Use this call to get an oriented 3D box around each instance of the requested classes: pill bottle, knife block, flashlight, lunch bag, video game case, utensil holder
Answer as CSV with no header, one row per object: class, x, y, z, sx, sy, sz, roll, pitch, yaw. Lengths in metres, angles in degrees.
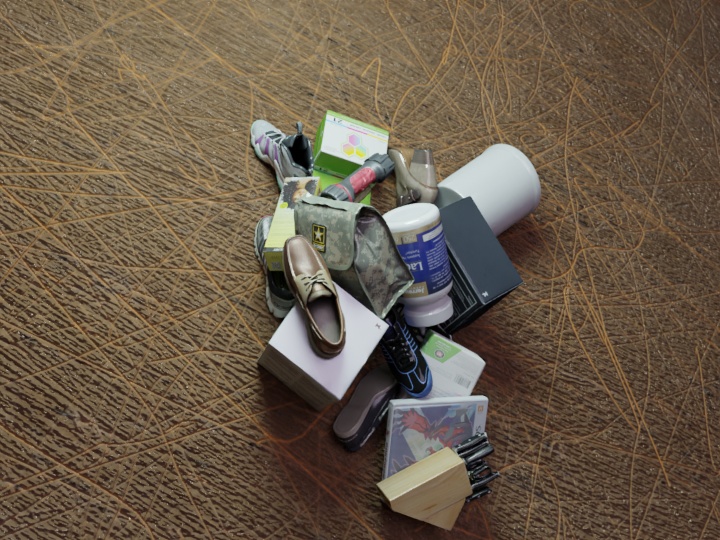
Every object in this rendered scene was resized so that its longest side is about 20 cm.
pill bottle,0.106,-0.009,1.415,0.114,0.115,0.205,-26,112,-31
knife block,0.147,0.354,1.369,0.197,0.064,0.179,26,90,-25
flashlight,-0.003,-0.164,1.489,0.068,0.068,0.199,46,49,4
lunch bag,-0.024,-0.035,1.315,0.118,0.162,0.202,-46,127,-24
video game case,0.134,0.321,1.403,0.195,0.023,0.188,1,101,-22
utensil holder,0.259,-0.149,1.658,0.198,0.170,0.171,-33,81,-29

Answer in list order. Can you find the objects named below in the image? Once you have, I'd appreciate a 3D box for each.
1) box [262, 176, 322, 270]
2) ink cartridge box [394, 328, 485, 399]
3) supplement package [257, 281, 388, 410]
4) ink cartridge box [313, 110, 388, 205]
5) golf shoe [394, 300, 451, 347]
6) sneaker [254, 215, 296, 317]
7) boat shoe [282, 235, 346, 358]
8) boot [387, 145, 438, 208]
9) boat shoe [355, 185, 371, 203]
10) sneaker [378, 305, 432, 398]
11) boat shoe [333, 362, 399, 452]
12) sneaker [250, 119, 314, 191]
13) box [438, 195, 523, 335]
box,-0.121,-0.090,1.439,0.073,0.051,0.203,-1,48,11
ink cartridge box,0.135,0.229,1.449,0.115,0.067,0.203,27,93,-8
supplement package,-0.070,0.128,1.343,0.149,0.200,0.153,37,71,-2
ink cartridge box,-0.026,-0.208,1.612,0.144,0.076,0.205,16,61,-16
golf shoe,0.097,0.093,1.513,0.198,0.095,0.078,36,58,-2
sneaker,-0.150,-0.020,1.461,0.072,0.088,0.205,-2,67,-23
boat shoe,-0.067,0.034,1.223,0.074,0.072,0.204,-21,81,-17
boot,0.096,-0.183,1.642,0.069,0.199,0.151,1,101,-26
boat shoe,-0.066,-0.132,1.538,0.198,0.073,0.064,-32,97,-20
sneaker,0.062,0.133,1.387,0.069,0.078,0.203,-32,70,8
boat shoe,0.023,0.250,1.437,0.200,0.071,0.064,-47,126,-36
sneaker,-0.145,-0.253,1.537,0.077,0.141,0.202,-25,70,-31
box,0.186,0.000,1.533,0.121,0.199,0.203,-24,77,-30
